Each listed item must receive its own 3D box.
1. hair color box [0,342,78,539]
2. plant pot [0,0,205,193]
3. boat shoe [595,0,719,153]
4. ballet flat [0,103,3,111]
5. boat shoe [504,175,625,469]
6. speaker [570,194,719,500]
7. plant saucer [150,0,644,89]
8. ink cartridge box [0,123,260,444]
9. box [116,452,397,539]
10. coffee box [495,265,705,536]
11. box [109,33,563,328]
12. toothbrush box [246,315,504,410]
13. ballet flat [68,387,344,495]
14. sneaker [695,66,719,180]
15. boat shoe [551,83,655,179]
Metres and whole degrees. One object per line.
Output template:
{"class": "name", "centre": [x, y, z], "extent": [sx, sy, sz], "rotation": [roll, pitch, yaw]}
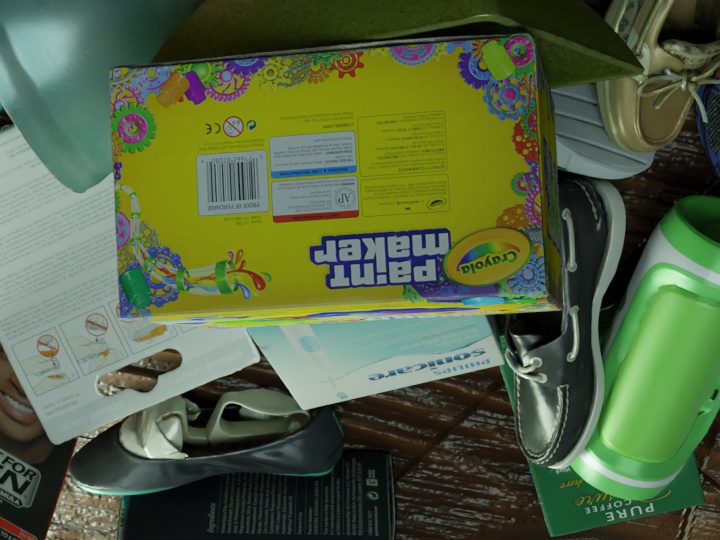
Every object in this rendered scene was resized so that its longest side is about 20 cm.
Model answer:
{"class": "hair color box", "centre": [-0.245, 0.107, 1.057], "extent": [0.101, 0.200, 0.061], "rotation": [35, 127, -23]}
{"class": "plant pot", "centre": [-0.138, -0.162, 0.892], "extent": [0.134, 0.200, 0.200], "rotation": [-24, 122, 4]}
{"class": "boat shoe", "centre": [0.192, -0.156, 0.949], "extent": [0.073, 0.063, 0.200], "rotation": [-15, 125, -33]}
{"class": "ballet flat", "centre": [-0.284, -0.094, 1.002], "extent": [0.200, 0.070, 0.067], "rotation": [-28, 120, 17]}
{"class": "boat shoe", "centre": [0.123, 0.037, 1.040], "extent": [0.060, 0.074, 0.200], "rotation": [-6, 114, -38]}
{"class": "speaker", "centre": [0.203, 0.053, 1.051], "extent": [0.088, 0.088, 0.200], "rotation": [14, 120, -10]}
{"class": "plant saucer", "centre": [0.020, -0.123, 0.832], "extent": [0.200, 0.200, 0.048], "rotation": [-6, 86, 30]}
{"class": "ink cartridge box", "centre": [-0.168, -0.009, 1.032], "extent": [0.162, 0.050, 0.200], "rotation": [-23, 99, 14]}
{"class": "box", "centre": [-0.077, 0.221, 1.199], "extent": [0.200, 0.104, 0.148], "rotation": [2, 125, -2]}
{"class": "coffee box", "centre": [0.172, 0.098, 1.154], "extent": [0.123, 0.044, 0.200], "rotation": [-15, 122, 8]}
{"class": "box", "centre": [-0.001, -0.037, 0.815], "extent": [0.200, 0.193, 0.122], "rotation": [-4, 86, 10]}
{"class": "toothbrush box", "centre": [0.000, 0.000, 1.018], "extent": [0.146, 0.085, 0.200], "rotation": [-14, 148, 9]}
{"class": "ballet flat", "centre": [-0.111, 0.116, 1.150], "extent": [0.200, 0.073, 0.073], "rotation": [-3, 125, -6]}
{"class": "sneaker", "centre": [0.252, -0.122, 0.985], "extent": [0.075, 0.078, 0.200], "rotation": [-3, 124, 2]}
{"class": "boat shoe", "centre": [0.092, -0.100, 1.009], "extent": [0.200, 0.072, 0.071], "rotation": [16, 155, -23]}
